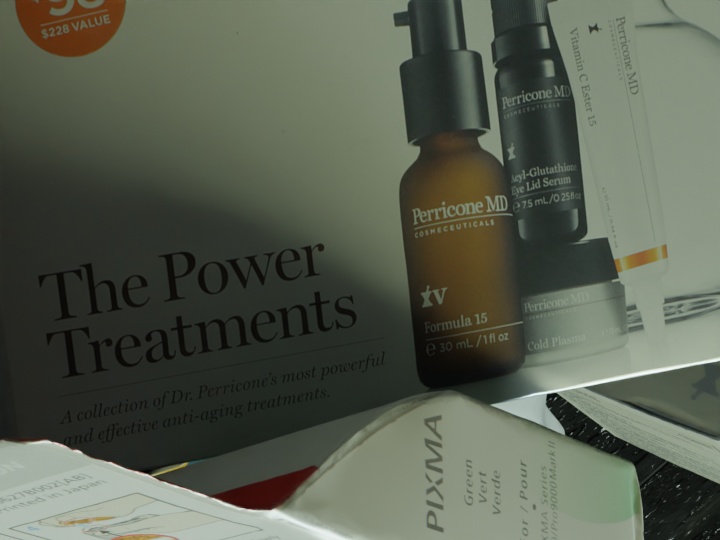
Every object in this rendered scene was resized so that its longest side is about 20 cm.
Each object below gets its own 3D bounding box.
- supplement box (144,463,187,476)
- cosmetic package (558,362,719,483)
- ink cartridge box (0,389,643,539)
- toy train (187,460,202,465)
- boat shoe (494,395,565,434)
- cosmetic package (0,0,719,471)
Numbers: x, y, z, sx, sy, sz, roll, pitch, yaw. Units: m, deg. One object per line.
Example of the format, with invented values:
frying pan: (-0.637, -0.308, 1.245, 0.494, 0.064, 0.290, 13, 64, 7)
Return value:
supplement box: (-0.151, 0.080, 0.816, 0.108, 0.110, 0.200, -16, 151, -43)
cosmetic package: (0.131, 0.025, 1.123, 0.088, 0.103, 0.200, -65, 159, -3)
ink cartridge box: (-0.058, 0.057, 0.640, 0.160, 0.050, 0.200, -18, 151, 34)
toy train: (0.000, 0.000, 0.886, 0.200, 0.114, 0.087, -28, 117, -51)
boat shoe: (0.034, 0.077, 1.128, 0.073, 0.069, 0.199, 6, 169, 10)
cosmetic package: (0.003, -0.043, 0.684, 0.199, 0.152, 0.052, -10, -171, -16)
